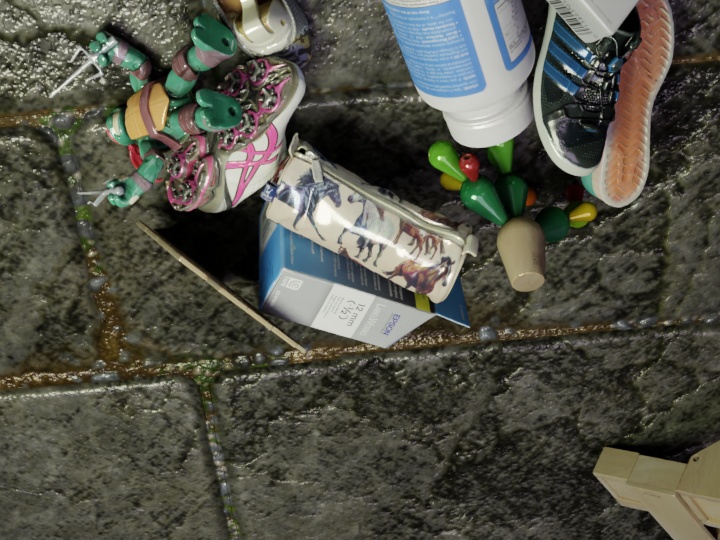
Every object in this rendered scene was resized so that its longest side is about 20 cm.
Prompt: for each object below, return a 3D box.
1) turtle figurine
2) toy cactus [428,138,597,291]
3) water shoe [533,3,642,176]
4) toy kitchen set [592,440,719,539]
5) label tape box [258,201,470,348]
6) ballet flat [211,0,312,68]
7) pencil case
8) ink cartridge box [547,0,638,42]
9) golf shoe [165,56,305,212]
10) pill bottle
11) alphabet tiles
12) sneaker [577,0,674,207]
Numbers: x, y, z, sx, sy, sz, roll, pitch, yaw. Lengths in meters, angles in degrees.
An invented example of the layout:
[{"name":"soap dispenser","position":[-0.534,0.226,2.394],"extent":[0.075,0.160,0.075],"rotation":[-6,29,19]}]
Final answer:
[{"name":"turtle figurine","position":[-0.188,-0.143,1.021],"extent":[0.199,0.100,0.152],"rotation":[-17,92,40]},{"name":"toy cactus","position":[0.154,-0.060,1.084],"extent":[0.102,0.167,0.199],"rotation":[-31,138,33]},{"name":"water shoe","position":[0.194,-0.182,0.975],"extent":[0.071,0.079,0.203],"rotation":[0,92,-25]},{"name":"toy kitchen set","position":[0.438,0.241,1.437],"extent":[0.199,0.181,0.163],"rotation":[3,144,49]},{"name":"label tape box","position":[0.000,0.000,1.133],"extent":[0.198,0.144,0.066],"rotation":[19,126,-21]},{"name":"ballet flat","position":[-0.100,-0.234,0.972],"extent":[0.071,0.073,0.201],"rotation":[-21,130,12]},{"name":"pencil case","position":[0.009,-0.045,1.051],"extent":[0.198,0.078,0.090],"rotation":[27,153,2]},{"name":"ink cartridge box","position":[0.193,-0.309,0.902],"extent":[0.162,0.057,0.201],"rotation":[42,76,-20]},{"name":"golf shoe","position":[-0.101,-0.125,1.064],"extent":[0.091,0.073,0.200],"rotation":[0,151,-40]},{"name":"pill bottle","position":[0.086,-0.207,0.984],"extent":[0.111,0.113,0.201],"rotation":[-17,130,9]},{"name":"alphabet tiles","position":[-0.135,0.015,1.114],"extent":[0.166,0.200,0.006],"rotation":[39,86,-32]},{"name":"sneaker","position":[0.232,-0.166,1.068],"extent":[0.071,0.080,0.203],"rotation":[-2,111,-24]}]
